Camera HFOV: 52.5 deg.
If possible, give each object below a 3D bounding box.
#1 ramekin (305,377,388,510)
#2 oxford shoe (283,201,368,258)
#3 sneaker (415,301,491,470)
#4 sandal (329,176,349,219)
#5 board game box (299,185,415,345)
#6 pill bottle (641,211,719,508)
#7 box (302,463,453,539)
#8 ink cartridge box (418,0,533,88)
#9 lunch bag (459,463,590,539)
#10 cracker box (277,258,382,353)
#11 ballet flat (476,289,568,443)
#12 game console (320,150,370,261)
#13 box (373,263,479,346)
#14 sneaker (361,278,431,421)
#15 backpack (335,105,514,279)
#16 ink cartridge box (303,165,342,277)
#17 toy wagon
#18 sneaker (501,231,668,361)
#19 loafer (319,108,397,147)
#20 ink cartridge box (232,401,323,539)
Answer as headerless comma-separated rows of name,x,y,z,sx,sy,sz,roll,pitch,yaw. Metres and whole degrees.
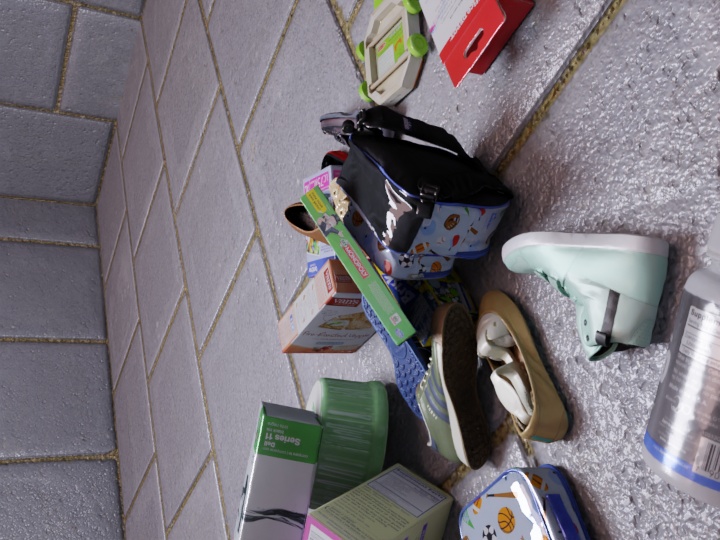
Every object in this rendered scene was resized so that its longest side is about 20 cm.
ramekin,-0.032,0.254,1.063,0.200,0.095,0.206,-167,89,-80
oxford shoe,-0.032,-0.062,1.117,0.195,0.071,0.074,13,92,24
sneaker,0.098,0.139,0.891,0.089,0.066,0.206,1,106,50
sandal,-0.012,-0.110,1.048,0.078,0.068,0.214,-59,3,43
board game box,0.000,0.000,0.887,0.202,0.029,0.135,57,179,7
pill bottle,0.293,0.066,0.555,0.113,0.111,0.206,29,111,57
box,0.011,0.370,0.918,0.095,0.198,0.181,22,108,33
ink cartridge box,0.141,-0.335,0.915,0.117,0.066,0.205,-50,45,47
lunch bag,0.185,0.317,0.761,0.161,0.074,0.204,-54,42,40
cracker box,-0.028,0.060,1.105,0.200,0.131,0.059,-49,47,47
ballet flat,0.168,0.100,0.824,0.070,0.061,0.203,-63,37,38
game console,-0.024,-0.097,1.228,0.199,0.030,0.182,38,125,57
box,0.074,0.001,0.971,0.065,0.069,0.202,-58,48,36
sneaker,0.077,0.101,0.991,0.070,0.077,0.204,-34,79,50
backpack,0.079,-0.080,0.878,0.202,0.186,0.157,57,139,41
ink cartridge box,-0.055,-0.062,1.219,0.119,0.041,0.207,-10,84,63
toy wagon,0.046,-0.360,1.117,0.154,0.039,0.206,-27,63,57
sneaker,0.210,0.026,0.739,0.198,0.072,0.122,3,83,58
loafer,-0.010,-0.222,1.174,0.198,0.070,0.065,11,101,57
ink cartridge box,-0.110,0.285,0.945,0.147,0.081,0.206,157,124,-80
